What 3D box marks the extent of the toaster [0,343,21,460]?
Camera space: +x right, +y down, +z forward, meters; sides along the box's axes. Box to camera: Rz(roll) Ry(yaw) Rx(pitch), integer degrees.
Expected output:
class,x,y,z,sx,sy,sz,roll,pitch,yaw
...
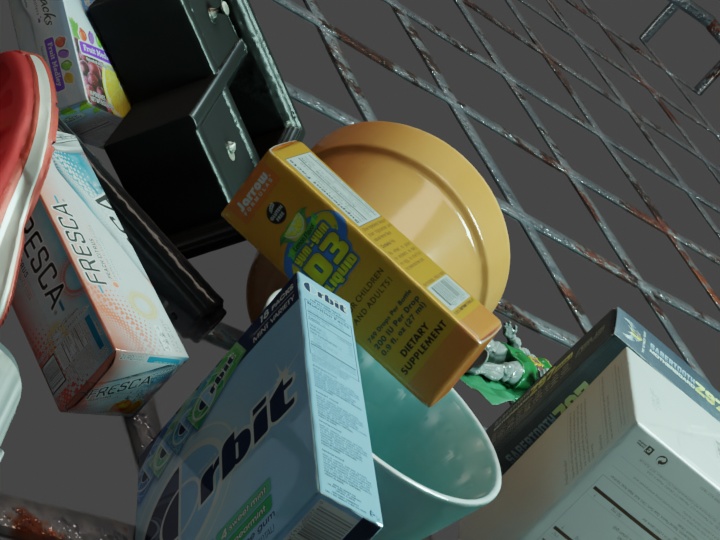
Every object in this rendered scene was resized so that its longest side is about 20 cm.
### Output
class,x,y,z,sx,sy,sz,roll,pitch,yaw
toaster,-0.257,0.065,0.697,0.199,0.114,0.130,36,24,-22

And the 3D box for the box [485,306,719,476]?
class,x,y,z,sx,sy,sz,roll,pitch,yaw
box,0.192,0.150,1.199,0.157,0.200,0.051,38,26,-7

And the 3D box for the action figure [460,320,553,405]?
class,x,y,z,sx,sy,sz,roll,pitch,yaw
action figure,0.146,0.092,1.436,0.199,0.055,0.119,20,28,-53

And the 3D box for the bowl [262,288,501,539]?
class,x,y,z,sx,sy,sz,roll,pitch,yaw
bowl,-0.013,0.117,1.022,0.200,0.105,0.201,36,17,-13

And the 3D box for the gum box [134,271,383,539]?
class,x,y,z,sx,sy,sz,roll,pitch,yaw
gum box,-0.064,0.121,0.847,0.044,0.170,0.201,32,24,-22

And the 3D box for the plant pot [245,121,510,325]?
class,x,y,z,sx,sy,sz,roll,pitch,yaw
plant pot,0.002,0.003,1.181,0.200,0.200,0.140,42,37,1

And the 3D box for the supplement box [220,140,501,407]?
class,x,y,z,sx,sy,sz,roll,pitch,yaw
supplement box,0.000,0.000,1.052,0.200,0.067,0.069,42,20,10

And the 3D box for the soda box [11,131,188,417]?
class,x,y,z,sx,sy,sz,roll,pitch,yaw
soda box,-0.190,-0.003,0.991,0.068,0.064,0.201,11,42,-52

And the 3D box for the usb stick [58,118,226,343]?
class,x,y,z,sx,sy,sz,roll,pitch,yaw
usb stick,-0.173,-0.032,1.083,0.200,0.055,0.033,48,52,0

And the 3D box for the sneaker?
class,x,y,z,sx,sy,sz,roll,pitch,yaw
sneaker,-0.254,-0.061,0.910,0.115,0.078,0.202,22,56,-32

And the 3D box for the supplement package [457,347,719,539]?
class,x,y,z,sx,sy,sz,roll,pitch,yaw
supplement package,0.174,0.183,1.104,0.119,0.200,0.122,37,22,-9

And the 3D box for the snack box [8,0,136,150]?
class,x,y,z,sx,sy,sz,roll,pitch,yaw
snack box,-0.222,-0.202,1.204,0.142,0.052,0.203,19,54,-70

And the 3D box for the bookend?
class,x,y,z,sx,sy,sz,roll,pitch,yaw
bookend,-0.136,-0.142,1.165,0.199,0.091,0.202,-70,140,-62
